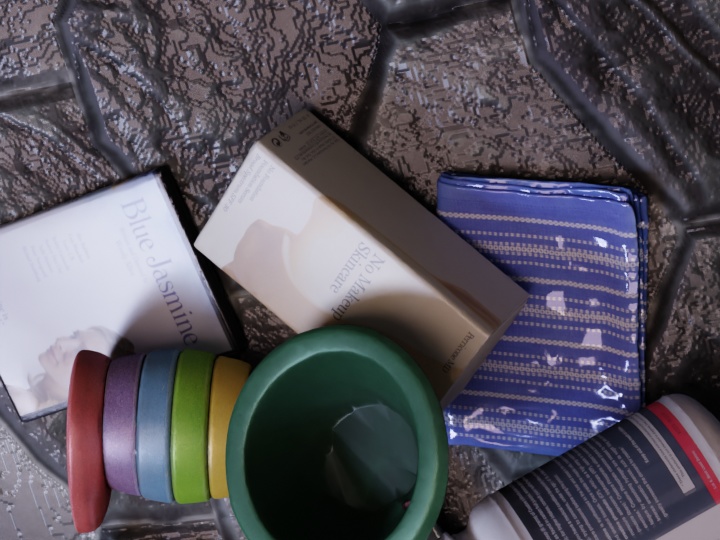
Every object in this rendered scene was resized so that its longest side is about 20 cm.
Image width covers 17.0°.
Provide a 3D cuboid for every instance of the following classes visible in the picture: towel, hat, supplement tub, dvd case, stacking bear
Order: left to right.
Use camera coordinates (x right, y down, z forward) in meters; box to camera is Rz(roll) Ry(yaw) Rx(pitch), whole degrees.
[{"bbox_3d":[-0.191,0.020,1.713,0.199,0.018,0.143,-18,103,27],"label":"dvd case"},{"bbox_3d":[-0.096,0.110,1.654,0.198,0.122,0.114,1,145,1],"label":"stacking bear"},{"bbox_3d":[0.020,0.126,1.592,0.199,0.176,0.167,-27,73,31],"label":"hat"},{"bbox_3d":[0.119,0.033,1.592,0.144,0.024,0.201,6,113,21],"label":"towel"},{"bbox_3d":[0.156,0.181,1.530,0.199,0.140,0.141,-28,101,-4],"label":"supplement tub"}]

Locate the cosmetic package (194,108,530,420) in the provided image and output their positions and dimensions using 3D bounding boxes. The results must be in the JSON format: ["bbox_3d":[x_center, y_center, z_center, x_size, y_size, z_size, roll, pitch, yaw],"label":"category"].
[{"bbox_3d":[0.000,0.000,1.585,0.200,0.071,0.105,39,125,8],"label":"cosmetic package"}]

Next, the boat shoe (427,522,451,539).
[{"bbox_3d":[0.056,0.213,1.681,0.061,0.073,0.201,-20,99,-15],"label":"boat shoe"}]
